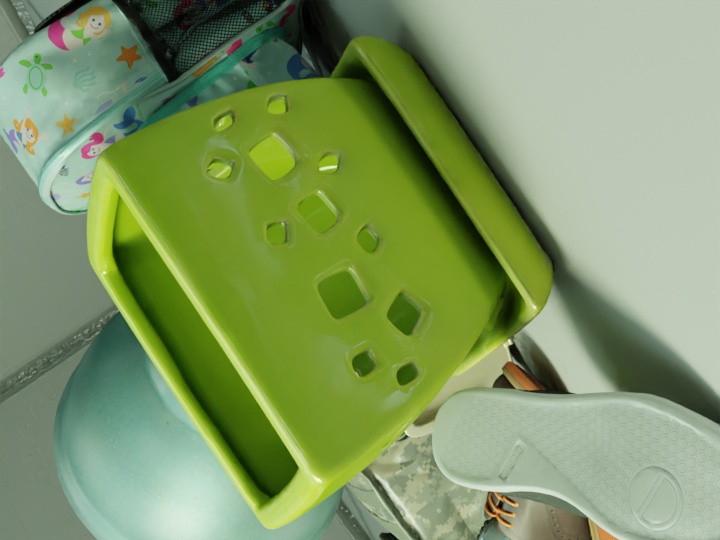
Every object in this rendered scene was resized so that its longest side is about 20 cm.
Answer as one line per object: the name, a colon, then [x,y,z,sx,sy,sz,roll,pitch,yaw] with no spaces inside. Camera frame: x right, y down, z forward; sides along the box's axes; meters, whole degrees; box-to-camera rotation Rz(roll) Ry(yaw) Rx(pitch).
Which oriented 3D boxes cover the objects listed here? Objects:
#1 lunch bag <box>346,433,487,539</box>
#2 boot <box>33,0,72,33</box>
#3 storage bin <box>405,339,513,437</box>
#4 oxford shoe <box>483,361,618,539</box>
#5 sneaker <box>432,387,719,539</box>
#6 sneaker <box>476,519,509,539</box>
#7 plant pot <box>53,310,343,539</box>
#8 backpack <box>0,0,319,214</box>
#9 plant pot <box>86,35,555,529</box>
lunch bag: [0.064,0.197,1.411,0.201,0.117,0.164,53,172,-15]
boot: [-0.272,-0.224,1.775,0.159,0.079,0.211,59,160,-13]
storage bin: [0.000,0.000,1.110,0.200,0.093,0.200,59,171,-13]
oxford shoe: [0.113,0.139,1.051,0.071,0.072,0.201,48,168,48]
sneaker: [0.139,0.094,0.808,0.099,0.072,0.199,7,180,-44]
sneaker: [0.168,0.254,1.223,0.200,0.079,0.095,50,164,-17]
plant pot: [-0.087,0.080,1.036,0.201,0.199,0.135,53,145,20]
backpack: [-0.125,-0.113,1.005,0.151,0.199,0.178,60,171,6]
plant pot: [-0.020,0.002,0.881,0.201,0.181,0.199,56,162,6]
